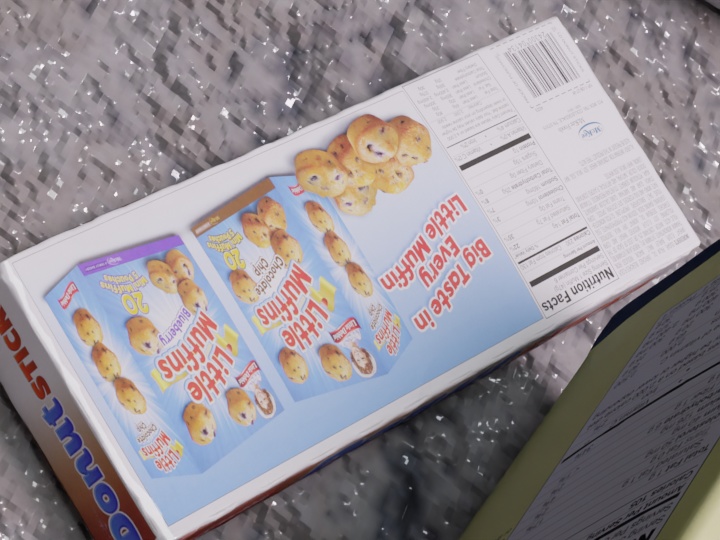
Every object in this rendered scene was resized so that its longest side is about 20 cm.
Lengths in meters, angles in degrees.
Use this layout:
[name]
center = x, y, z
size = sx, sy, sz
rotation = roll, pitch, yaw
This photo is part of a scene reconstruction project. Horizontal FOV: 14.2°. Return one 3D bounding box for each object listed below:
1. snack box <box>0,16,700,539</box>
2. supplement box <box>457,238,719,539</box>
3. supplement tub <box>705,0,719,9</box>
[snack box]
center = 0.000, 0.000, 0.685
size = 0.200, 0.024, 0.072
rotation = -26, 83, -43
[supplement box]
center = 0.119, 0.106, 0.601
size = 0.200, 0.134, 0.200
rotation = 46, 46, -5
[supplement tub]
center = 0.164, -0.166, 0.786
size = 0.144, 0.200, 0.145
rotation = 18, 54, -27
